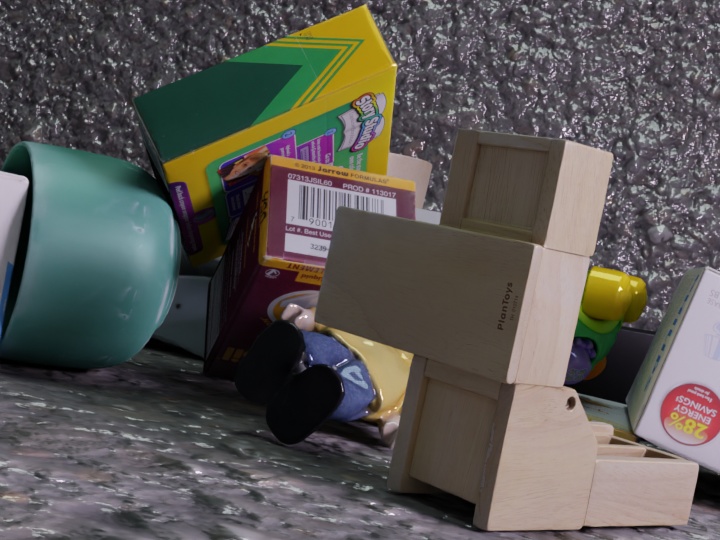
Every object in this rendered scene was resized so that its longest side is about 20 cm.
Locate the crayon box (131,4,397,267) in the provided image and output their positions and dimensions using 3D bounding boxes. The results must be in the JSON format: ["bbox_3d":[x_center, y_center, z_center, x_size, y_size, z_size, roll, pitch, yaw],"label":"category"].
[{"bbox_3d":[-0.064,-0.091,0.926,0.172,0.058,0.200,-25,-17,-10],"label":"crayon box"}]

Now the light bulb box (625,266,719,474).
[{"bbox_3d":[0.304,0.089,0.904,0.198,0.125,0.200,23,4,10],"label":"light bulb box"}]

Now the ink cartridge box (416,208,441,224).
[{"bbox_3d":[0.084,0.046,1.224,0.116,0.200,0.067,12,38,36],"label":"ink cartridge box"}]

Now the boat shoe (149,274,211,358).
[{"bbox_3d":[-0.158,0.033,1.124,0.200,0.071,0.091,11,2,9],"label":"boat shoe"}]

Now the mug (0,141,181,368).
[{"bbox_3d":[-0.202,-0.009,0.906,0.114,0.152,0.185,9,3,-27],"label":"mug"}]

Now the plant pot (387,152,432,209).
[{"bbox_3d":[-0.029,-0.017,1.287,0.187,0.200,0.187,5,-1,0],"label":"plant pot"}]

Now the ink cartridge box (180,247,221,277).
[{"bbox_3d":[-0.144,0.001,1.169,0.200,0.043,0.196,20,-19,6],"label":"ink cartridge box"}]

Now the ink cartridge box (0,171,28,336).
[{"bbox_3d":[-0.322,-0.018,0.876,0.125,0.129,0.200,9,2,-28],"label":"ink cartridge box"}]

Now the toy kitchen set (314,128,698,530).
[{"bbox_3d":[0.093,0.030,0.743,0.180,0.200,0.163,9,3,-40],"label":"toy kitchen set"}]

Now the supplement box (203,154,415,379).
[{"bbox_3d":[-0.042,0.010,0.939,0.110,0.086,0.200,10,-31,-15],"label":"supplement box"}]

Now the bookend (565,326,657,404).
[{"bbox_3d":[0.225,0.095,1.211,0.200,0.092,0.199,10,1,-4],"label":"bookend"}]

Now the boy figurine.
[{"bbox_3d":[-0.006,0.070,0.855,0.124,0.064,0.200,46,14,20],"label":"boy figurine"}]

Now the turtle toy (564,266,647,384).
[{"bbox_3d":[0.127,0.039,0.949,0.146,0.101,0.200,12,2,21],"label":"turtle toy"}]

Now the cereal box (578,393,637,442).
[{"bbox_3d":[0.140,0.113,0.963,0.144,0.040,0.200,13,2,14],"label":"cereal box"}]
